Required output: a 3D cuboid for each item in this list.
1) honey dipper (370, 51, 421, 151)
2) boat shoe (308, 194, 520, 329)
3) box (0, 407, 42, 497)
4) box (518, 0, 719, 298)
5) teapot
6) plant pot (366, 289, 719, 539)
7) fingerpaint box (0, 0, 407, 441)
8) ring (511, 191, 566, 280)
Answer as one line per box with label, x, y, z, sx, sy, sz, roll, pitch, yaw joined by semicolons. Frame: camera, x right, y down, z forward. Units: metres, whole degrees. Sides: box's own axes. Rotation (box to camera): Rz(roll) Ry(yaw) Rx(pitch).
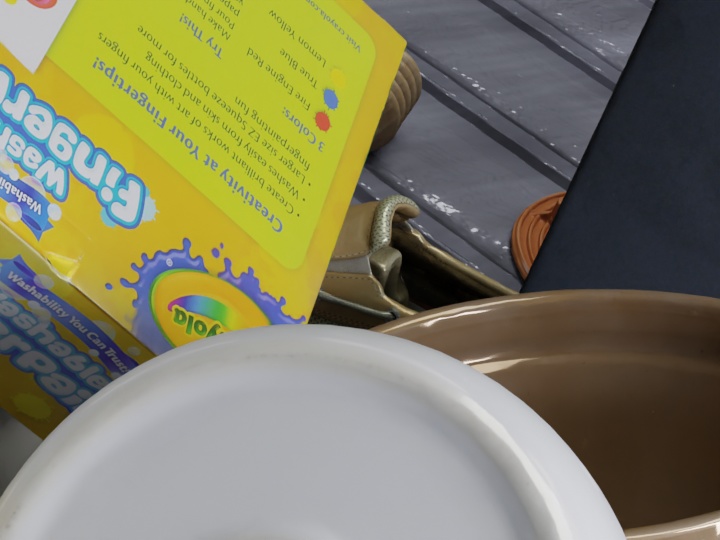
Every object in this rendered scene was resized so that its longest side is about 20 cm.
honey dipper;-0.016;-0.047;1.203;0.038;0.038;0.200;25;29;5
boat shoe;0.000;0.000;1.061;0.200;0.076;0.072;25;38;6
box;-0.190;0.021;0.872;0.200;0.078;0.095;0;33;-39
box;0.187;-0.049;1.135;0.124;0.200;0.196;35;28;23
teapot;-0.004;0.117;0.761;0.200;0.197;0.146;63;4;24
plant pot;0.069;0.083;0.912;0.200;0.093;0.201;-3;21;1
fingerpaint box;-0.096;-0.060;0.833;0.200;0.073;0.167;41;48;-28
ring;0.162;0.015;1.246;0.200;0.019;0.201;19;26;-10
